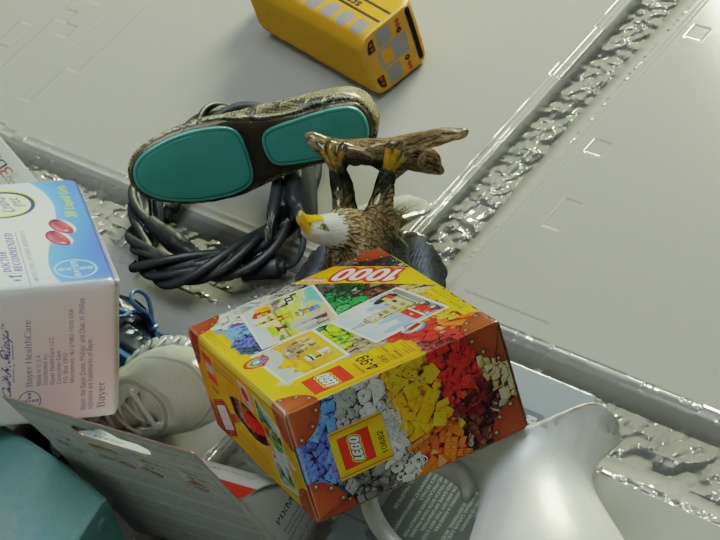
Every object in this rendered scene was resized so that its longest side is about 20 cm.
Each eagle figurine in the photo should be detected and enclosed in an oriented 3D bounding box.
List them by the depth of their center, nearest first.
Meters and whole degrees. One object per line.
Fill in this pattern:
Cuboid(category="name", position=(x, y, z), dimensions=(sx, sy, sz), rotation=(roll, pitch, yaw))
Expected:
Cuboid(category="eagle figurine", position=(-0.006, -0.001, 1.608), dimensions=(0.151, 0.150, 0.202), rotation=(160, 117, -63))

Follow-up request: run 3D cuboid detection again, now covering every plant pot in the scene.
Cuboid(category="plant pot", position=(-0.262, 0.190, 1.499), dimensions=(0.198, 0.142, 0.142), rotation=(14, 52, 26))

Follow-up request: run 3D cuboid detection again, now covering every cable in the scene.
Cuboid(category="cable", position=(-0.111, -0.059, 1.762), dimensions=(0.162, 0.051, 0.201), rotation=(-17, 45, 11))

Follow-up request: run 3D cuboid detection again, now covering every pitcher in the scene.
Cuboid(category="pitcher", position=(0.089, 0.190, 1.348), dimensions=(0.170, 0.122, 0.201), rotation=(-7, 55, 2))

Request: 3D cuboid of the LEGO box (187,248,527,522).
Cuboid(category="LEGO box", position=(-0.006, 0.068, 1.408), dimensions=(0.148, 0.078, 0.200), rotation=(-23, 21, -15))

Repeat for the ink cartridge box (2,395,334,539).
Cuboid(category="ink cartridge box", position=(-0.120, 0.130, 1.452), dimensions=(0.161, 0.200, 0.057), rotation=(13, 61, 30))

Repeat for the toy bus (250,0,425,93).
Cuboid(category="toy bus", position=(-0.028, -0.226, 1.879), dimensions=(0.078, 0.065, 0.199), rotation=(-40, 46, -18))

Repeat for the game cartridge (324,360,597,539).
Cuboid(category="game cartridge", position=(0.072, 0.148, 1.463), dimensions=(0.132, 0.041, 0.201), rotation=(20, 58, 27))

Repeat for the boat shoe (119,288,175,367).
Cuboid(category="boat shoe", position=(-0.186, 0.043, 1.656), dimensions=(0.199, 0.085, 0.069), rotation=(27, 57, 37))

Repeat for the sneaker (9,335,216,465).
Cuboid(category="sneaker", position=(-0.172, 0.102, 1.558), dimensions=(0.199, 0.076, 0.081), rotation=(-18, 17, 36))

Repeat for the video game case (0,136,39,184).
Cuboid(category="video game case", position=(-0.358, -0.028, 1.838), dimensions=(0.199, 0.022, 0.182), rotation=(-33, 44, -12))

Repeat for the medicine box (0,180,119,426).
Cuboid(category="medicine box", position=(-0.277, 0.023, 1.520), dimensions=(0.198, 0.104, 0.182), rotation=(-4, 25, -15))

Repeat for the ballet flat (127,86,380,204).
Cuboid(category="ballet flat", position=(-0.081, -0.100, 1.713), dimensions=(0.198, 0.068, 0.075), rotation=(-14, 22, 4))
